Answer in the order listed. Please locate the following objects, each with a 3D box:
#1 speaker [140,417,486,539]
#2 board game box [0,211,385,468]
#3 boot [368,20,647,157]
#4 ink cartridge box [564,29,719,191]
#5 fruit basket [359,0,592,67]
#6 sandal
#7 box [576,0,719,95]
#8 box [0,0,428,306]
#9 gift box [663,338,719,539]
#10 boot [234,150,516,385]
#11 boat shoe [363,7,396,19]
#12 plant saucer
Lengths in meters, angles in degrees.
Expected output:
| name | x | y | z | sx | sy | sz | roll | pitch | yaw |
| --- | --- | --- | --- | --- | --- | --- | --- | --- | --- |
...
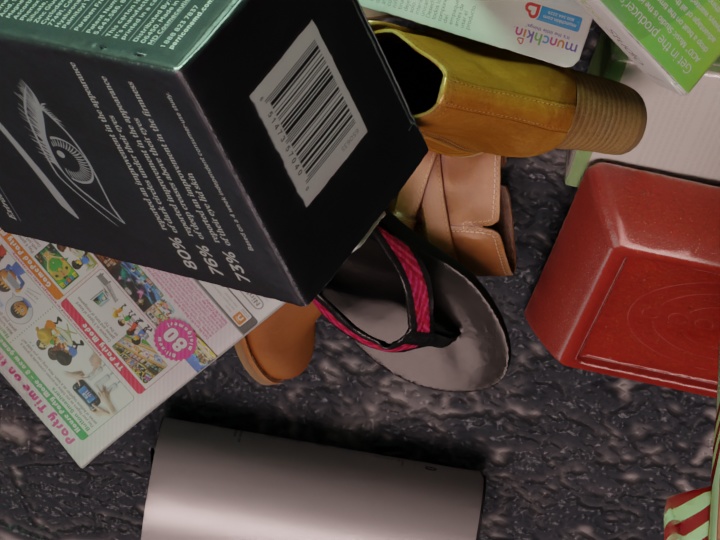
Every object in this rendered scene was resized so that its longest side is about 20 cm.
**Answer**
| name | x | y | z | sx | sy | sz | roll | pitch | yaw |
| --- | --- | --- | --- | --- | --- | --- | --- | --- | --- |
| speaker | -0.029 | 0.141 | 1.766 | 0.199 | 0.081 | 0.081 | 10 | 139 | -1 |
| board game box | -0.111 | -0.018 | 1.499 | 0.200 | 0.064 | 0.148 | -38 | 96 | 22 |
| boot | 0.026 | -0.094 | 1.415 | 0.144 | 0.071 | 0.201 | 10 | -177 | -37 |
| ink cartridge box | 0.210 | -0.071 | 1.476 | 0.199 | 0.048 | 0.146 | 10 | 155 | -2 |
| fruit basket | 0.028 | -0.205 | 1.327 | 0.199 | 0.094 | 0.186 | 16 | 100 | 3 |
| sandal | 0.000 | 0.000 | 1.530 | 0.075 | 0.045 | 0.200 | -33 | 115 | 24 |
| box | 0.153 | -0.197 | 1.287 | 0.144 | 0.200 | 0.036 | 43 | 174 | -31 |
| box | -0.094 | -0.085 | 1.314 | 0.200 | 0.104 | 0.148 | 15 | 145 | 38 |
| gift box | 0.249 | 0.069 | 1.424 | 0.184 | 0.200 | 0.187 | 11 | 138 | 6 |
| boot | 0.007 | -0.006 | 1.597 | 0.154 | 0.074 | 0.200 | 2 | 139 | 6 |
| boat shoe | 0.056 | -0.166 | 1.407 | 0.199 | 0.074 | 0.069 | -7 | 135 | 14 |
| plant saucer | 0.197 | 0.021 | 1.578 | 0.199 | 0.037 | 0.200 | 12 | 154 | -2 |
